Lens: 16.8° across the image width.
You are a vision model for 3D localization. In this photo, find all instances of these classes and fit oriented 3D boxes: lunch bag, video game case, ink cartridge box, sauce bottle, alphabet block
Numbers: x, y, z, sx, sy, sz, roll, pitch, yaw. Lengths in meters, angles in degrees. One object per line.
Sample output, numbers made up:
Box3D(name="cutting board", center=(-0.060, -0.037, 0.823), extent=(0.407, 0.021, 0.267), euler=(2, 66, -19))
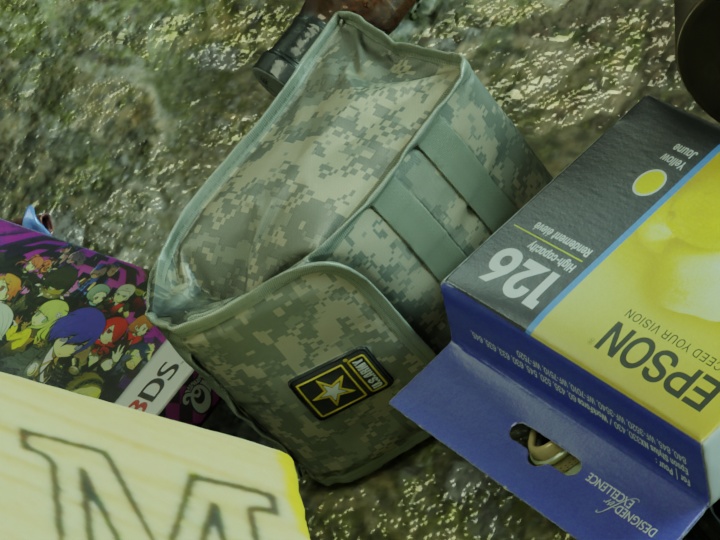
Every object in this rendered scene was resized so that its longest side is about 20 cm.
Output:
Box3D(name="lunch bag", center=(0.000, 0.000, 1.230), extent=(0.118, 0.164, 0.200), euler=(27, 75, 43))
Box3D(name="video game case", center=(-0.176, 0.067, 1.290), extent=(0.200, 0.036, 0.181), euler=(18, 59, 38))
Box3D(name="ink cartridge box", center=(0.130, 0.021, 1.120), extent=(0.200, 0.047, 0.198), euler=(-42, 39, -14))
Box3D(name="sauce bottle", center=(0.012, -0.181, 1.421), extent=(0.066, 0.066, 0.200), euler=(31, 75, 42))
Box3D(name="alphabet block", center=(-0.144, 0.180, 1.093), extent=(0.196, 0.200, 0.197), euler=(-61, 24, 29))

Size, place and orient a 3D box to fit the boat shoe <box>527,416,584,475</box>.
Box3D(name="boat shoe", center=(0.141, 0.026, 1.180), extent=(0.073, 0.063, 0.200), euler=(-13, 44, 46))

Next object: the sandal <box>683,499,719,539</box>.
Box3D(name="sandal", center=(0.206, 0.114, 1.101), extent=(0.200, 0.048, 0.075), euler=(4, 59, 35))

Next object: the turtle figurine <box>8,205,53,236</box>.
Box3D(name="turtle figurine", center=(-0.298, -0.013, 1.438), extent=(0.200, 0.144, 0.194), euler=(-41, 46, -5))

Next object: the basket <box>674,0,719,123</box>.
Box3D(name="basket", center=(0.222, -0.168, 1.191), extent=(0.136, 0.180, 0.200), euler=(-45, 23, 45))
